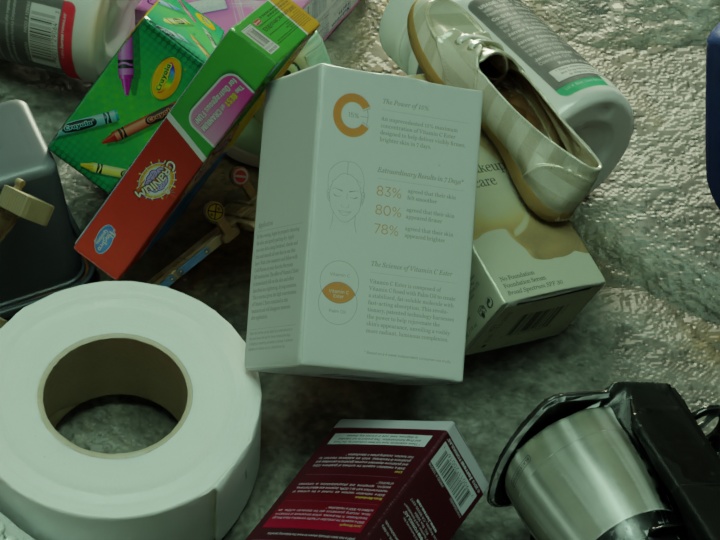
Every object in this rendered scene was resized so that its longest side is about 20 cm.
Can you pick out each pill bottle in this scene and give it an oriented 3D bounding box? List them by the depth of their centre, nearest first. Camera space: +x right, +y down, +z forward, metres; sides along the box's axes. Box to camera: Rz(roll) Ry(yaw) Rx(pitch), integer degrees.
[{"bbox_3d":[0.109,-0.147,1.846,0.113,0.113,0.200,-26,54,-23],"label":"pill bottle"},{"bbox_3d":[-0.284,-0.225,1.915,0.199,0.111,0.111,15,49,13],"label":"pill bottle"}]

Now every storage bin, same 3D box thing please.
[{"bbox_3d":[-0.301,-0.041,1.732,0.199,0.135,0.146,-17,50,-16],"label":"storage bin"}]

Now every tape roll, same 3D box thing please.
[{"bbox_3d":[-0.166,0.105,1.634,0.202,0.071,0.203,2,50,-3],"label":"tape roll"}]

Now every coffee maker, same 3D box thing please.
[{"bbox_3d":[0.209,0.174,1.540,0.191,0.135,0.200,-18,51,-17],"label":"coffee maker"}]

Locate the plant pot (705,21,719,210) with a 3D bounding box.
[{"bbox_3d":[0.366,-0.129,1.783,0.179,0.200,0.200,23,51,28],"label":"plant pot"}]

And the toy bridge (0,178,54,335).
[{"bbox_3d":[-0.275,0.029,1.664,0.067,0.027,0.201,23,90,45],"label":"toy bridge"}]

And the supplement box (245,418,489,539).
[{"bbox_3d":[-0.015,0.184,1.550,0.109,0.061,0.200,-2,37,44],"label":"supplement box"}]

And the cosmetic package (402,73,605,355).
[{"bbox_3d":[0.079,-0.045,1.731,0.105,0.071,0.200,-12,63,-38],"label":"cosmetic package"}]

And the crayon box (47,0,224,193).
[{"bbox_3d":[-0.162,-0.135,1.765,0.058,0.119,0.200,37,10,-7],"label":"crayon box"}]

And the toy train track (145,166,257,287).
[{"bbox_3d":[-0.124,-0.024,1.754,0.200,0.033,0.115,-40,18,-15],"label":"toy train track"}]

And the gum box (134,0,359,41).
[{"bbox_3d":[-0.081,-0.227,1.947,0.113,0.066,0.200,25,52,19],"label":"gum box"}]

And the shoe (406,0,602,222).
[{"bbox_3d":[0.106,-0.128,1.725,0.070,0.053,0.200,-18,66,-44],"label":"shoe"}]

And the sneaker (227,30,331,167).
[{"bbox_3d":[-0.014,-0.119,1.816,0.200,0.118,0.074,14,47,10],"label":"sneaker"}]

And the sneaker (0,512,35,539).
[{"bbox_3d":[-0.243,0.185,1.556,0.199,0.089,0.075,24,50,20],"label":"sneaker"}]

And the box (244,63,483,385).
[{"bbox_3d":[0.002,-0.027,1.616,0.124,0.097,0.201,8,83,-25],"label":"box"}]

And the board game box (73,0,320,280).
[{"bbox_3d":[-0.115,-0.099,1.714,0.040,0.200,0.153,37,20,-1],"label":"board game box"}]
